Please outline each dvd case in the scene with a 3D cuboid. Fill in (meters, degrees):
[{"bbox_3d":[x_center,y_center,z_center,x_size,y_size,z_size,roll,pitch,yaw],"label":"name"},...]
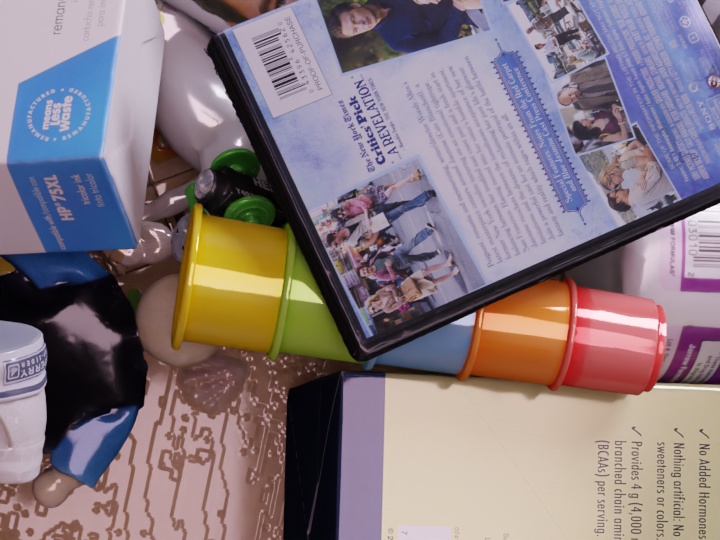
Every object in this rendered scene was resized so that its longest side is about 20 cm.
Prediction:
[{"bbox_3d":[0.055,-0.065,1.039,0.199,0.018,0.143,-23,82,-17],"label":"dvd case"}]

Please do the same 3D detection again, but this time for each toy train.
[{"bbox_3d":[0.000,0.000,1.128,0.199,0.056,0.042,20,36,-36],"label":"toy train"}]

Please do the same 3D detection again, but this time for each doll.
[{"bbox_3d":[-0.153,0.035,1.095,0.199,0.048,0.137,-11,88,12],"label":"doll"}]

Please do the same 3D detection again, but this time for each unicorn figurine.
[{"bbox_3d":[-0.070,-0.061,1.139,0.137,0.074,0.200,-38,96,-8],"label":"unicorn figurine"}]

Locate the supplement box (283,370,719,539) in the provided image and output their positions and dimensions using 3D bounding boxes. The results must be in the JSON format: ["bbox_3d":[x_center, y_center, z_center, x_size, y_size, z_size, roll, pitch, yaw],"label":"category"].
[{"bbox_3d":[0.073,0.149,1.125,0.198,0.134,0.202,3,84,-11],"label":"supplement box"}]

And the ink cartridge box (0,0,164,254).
[{"bbox_3d":[-0.189,-0.070,1.076,0.198,0.067,0.117,-2,57,9],"label":"ink cartridge box"}]

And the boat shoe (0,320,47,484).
[{"bbox_3d":[-0.212,0.062,1.049,0.201,0.075,0.087,3,105,24],"label":"boat shoe"}]

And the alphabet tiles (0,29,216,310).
[{"bbox_3d":[-0.122,-0.064,1.170,0.166,0.008,0.201,-21,90,-12],"label":"alphabet tiles"}]

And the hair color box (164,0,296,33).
[{"bbox_3d":[0.014,-0.122,1.114,0.199,0.099,0.061,31,39,-2],"label":"hair color box"}]

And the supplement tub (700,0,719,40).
[{"bbox_3d":[0.120,-0.156,1.168,0.199,0.122,0.123,35,79,-6],"label":"supplement tub"}]

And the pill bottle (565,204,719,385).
[{"bbox_3d":[0.201,-0.003,1.177,0.199,0.112,0.113,2,85,-11],"label":"pill bottle"}]

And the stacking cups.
[{"bbox_3d":[0.024,0.021,1.046,0.199,0.061,0.061,11,83,-6],"label":"stacking cups"}]
